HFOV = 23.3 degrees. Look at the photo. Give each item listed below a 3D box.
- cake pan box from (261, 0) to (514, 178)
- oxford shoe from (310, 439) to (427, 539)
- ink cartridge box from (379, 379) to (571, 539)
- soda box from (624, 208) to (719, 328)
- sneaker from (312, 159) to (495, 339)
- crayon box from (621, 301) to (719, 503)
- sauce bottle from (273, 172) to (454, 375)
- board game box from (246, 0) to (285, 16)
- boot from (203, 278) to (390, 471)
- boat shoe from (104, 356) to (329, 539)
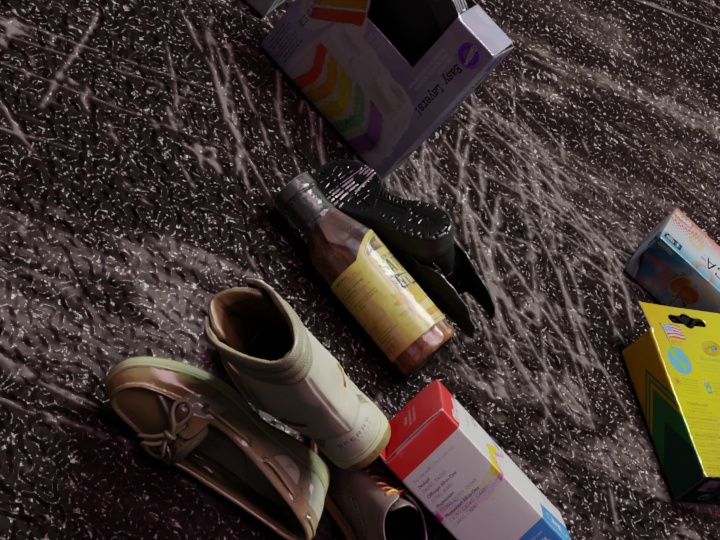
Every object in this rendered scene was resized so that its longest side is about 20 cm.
[{"bbox_3d":[0.025,-0.218,1.662,0.184,0.200,0.052,48,38,2],"label":"cake pan box"},{"bbox_3d":[0.017,0.185,1.405,0.071,0.073,0.201,1,55,-38],"label":"oxford shoe"},{"bbox_3d":[0.081,0.164,1.429,0.200,0.067,0.116,47,5,-6],"label":"ink cartridge box"},{"bbox_3d":[0.378,0.033,1.843,0.200,0.064,0.068,42,40,-1],"label":"soda box"},{"bbox_3d":[0.037,-0.022,1.608,0.199,0.105,0.060,29,58,36],"label":"sneaker"},{"bbox_3d":[0.338,0.132,1.734,0.126,0.051,0.202,10,51,-34],"label":"crayon box"},{"bbox_3d":[0.000,0.000,1.557,0.200,0.066,0.066,50,40,5],"label":"sauce bottle"},{"bbox_3d":[-0.091,-0.350,1.806,0.126,0.035,0.200,43,40,0],"label":"board game box"},{"bbox_3d":[-0.074,0.059,1.346,0.200,0.072,0.155,36,-10,46],"label":"boot"},{"bbox_3d":[-0.111,0.138,1.344,0.200,0.073,0.063,37,35,-19],"label":"boat shoe"}]
